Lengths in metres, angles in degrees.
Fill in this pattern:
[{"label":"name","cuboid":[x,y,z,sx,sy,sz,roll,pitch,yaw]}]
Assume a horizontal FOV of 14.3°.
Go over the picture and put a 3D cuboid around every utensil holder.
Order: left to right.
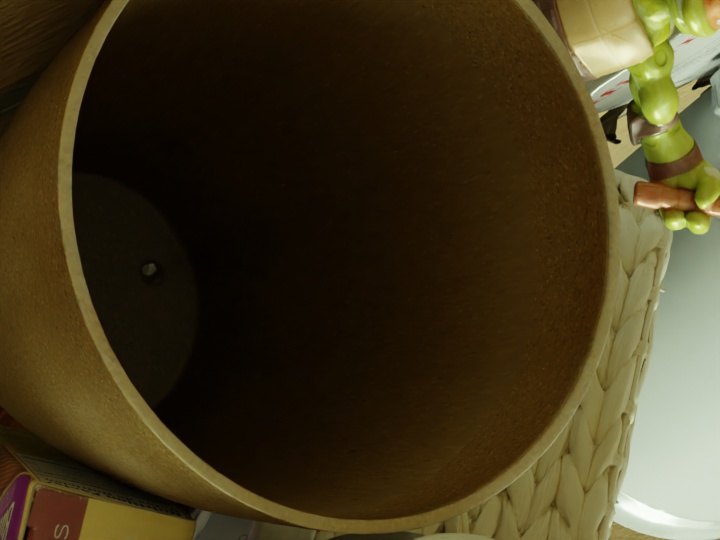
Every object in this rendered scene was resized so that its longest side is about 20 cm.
[{"label":"utensil holder","cuboid":[0.177,0.006,1.222,0.170,0.170,0.200,-26,171,-33]}]

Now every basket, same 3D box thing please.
[{"label":"basket","cuboid":[0.033,0.058,1.049,0.136,0.123,0.200,103,3,-61]}]

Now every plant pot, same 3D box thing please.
[{"label":"plant pot","cuboid":[-0.051,-0.003,0.908,0.186,0.187,0.200,-26,-175,-32]}]

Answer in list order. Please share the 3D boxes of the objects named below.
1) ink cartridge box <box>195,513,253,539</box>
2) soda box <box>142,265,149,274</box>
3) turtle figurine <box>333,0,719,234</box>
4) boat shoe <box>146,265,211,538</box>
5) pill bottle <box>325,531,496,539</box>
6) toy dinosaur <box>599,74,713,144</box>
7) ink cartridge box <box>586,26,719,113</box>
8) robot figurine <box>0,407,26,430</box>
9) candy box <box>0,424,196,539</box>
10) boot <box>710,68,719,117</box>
[{"label":"ink cartridge box","cuboid":[-0.037,0.137,1.131,0.200,0.145,0.084,-55,158,-28]},{"label":"soda box","cuboid":[-0.076,-0.004,1.205,0.064,0.068,0.200,-28,174,-9]},{"label":"turtle figurine","cuboid":[0.058,-0.089,0.938,0.161,0.200,0.065,-10,-138,27]},{"label":"boat shoe","cuboid":[-0.051,0.014,1.064,0.200,0.072,0.069,-60,-146,7]},{"label":"pill bottle","cuboid":[-0.003,0.143,0.880,0.112,0.112,0.200,-27,173,-26]},{"label":"toy dinosaur","cuboid":[0.139,-0.119,1.279,0.200,0.058,0.101,-29,-147,24]},{"label":"ink cartridge box","cuboid":[0.127,-0.127,1.058,0.146,0.083,0.200,-33,174,32]},{"label":"robot figurine","cuboid":[-0.118,0.093,1.195,0.145,0.058,0.200,-56,162,7]},{"label":"candy box","cuboid":[-0.107,0.120,0.954,0.056,0.117,0.200,14,180,-12]},{"label":"boot","cuboid":[0.231,-0.085,1.058,0.200,0.096,0.074,-36,173,26]}]
